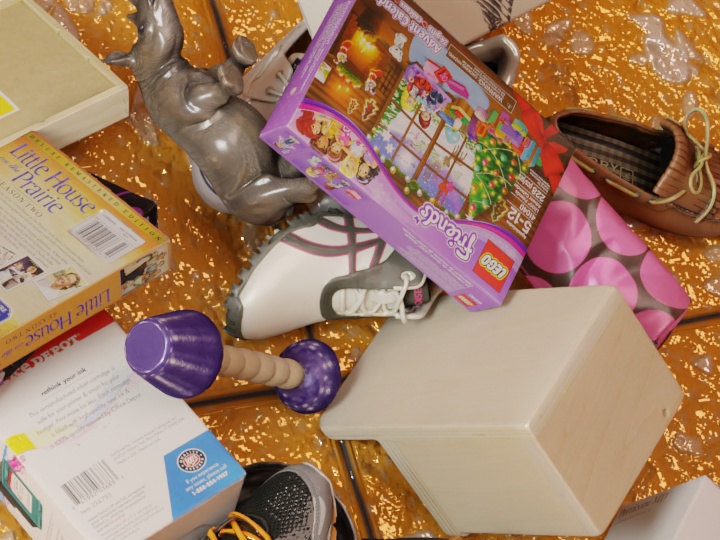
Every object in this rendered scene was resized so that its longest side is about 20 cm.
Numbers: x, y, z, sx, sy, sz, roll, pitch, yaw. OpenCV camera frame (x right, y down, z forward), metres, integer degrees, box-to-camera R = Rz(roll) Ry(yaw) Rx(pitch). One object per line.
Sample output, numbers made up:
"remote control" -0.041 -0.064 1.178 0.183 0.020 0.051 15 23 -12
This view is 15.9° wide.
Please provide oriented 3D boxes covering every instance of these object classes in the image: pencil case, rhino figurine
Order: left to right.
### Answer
"rhino figurine" -0.103 -0.113 1.731 0.200 0.087 0.060 48 38 3
"pencil case" 0.143 -0.017 1.827 0.094 0.091 0.200 -40 88 0

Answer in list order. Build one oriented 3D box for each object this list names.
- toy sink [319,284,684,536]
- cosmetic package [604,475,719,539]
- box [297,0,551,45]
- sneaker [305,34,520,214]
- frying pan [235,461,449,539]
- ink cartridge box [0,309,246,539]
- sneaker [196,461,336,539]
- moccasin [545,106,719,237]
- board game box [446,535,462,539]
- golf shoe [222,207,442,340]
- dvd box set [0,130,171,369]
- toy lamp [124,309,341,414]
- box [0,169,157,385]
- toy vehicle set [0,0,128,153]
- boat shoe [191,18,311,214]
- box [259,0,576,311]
"toy sink" 0.094 0.098 1.729 0.112 0.199 0.131 55 53 -27
"cosmetic package" 0.190 0.246 1.711 0.085 0.107 0.201 39 57 -13
"box" 0.049 -0.193 1.829 0.200 0.068 0.083 -33 103 -48
"sneaker" 0.035 -0.107 1.819 0.200 0.100 0.075 -40 87 -30
"frying pan" -0.025 0.172 1.703 0.189 0.031 0.116 -19 78 -29
"ink cartridge box" -0.181 0.102 1.637 0.116 0.067 0.200 -30 65 -31
"sneaker" -0.090 0.198 1.600 0.078 0.077 0.200 27 73 42
"moccasin" 0.222 -0.078 1.894 0.200 0.078 0.074 19 61 -13
"board game box" 0.070 0.278 1.646 0.201 0.095 0.030 61 29 0
"golf shoe" 0.000 0.000 1.748 0.199 0.078 0.088 -28 52 -23
"dvd box set" -0.238 -0.002 1.593 0.199 0.030 0.146 -32 52 -31
"toy lamp" -0.082 0.059 1.656 0.200 0.058 0.059 12 56 -59
"box" -0.243 -0.005 1.647 0.142 0.036 0.200 25 48 22
"toy vehicle set" -0.270 -0.108 1.708 0.199 0.027 0.124 -28 54 -30
"boat shoe" -0.048 -0.125 1.810 0.071 0.070 0.200 40 58 -1
"box" 0.042 -0.086 1.714 0.200 0.039 0.137 39 63 -23
